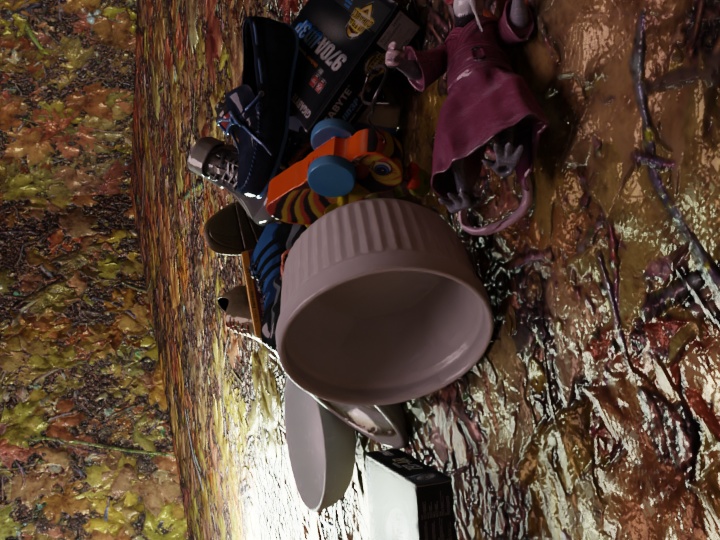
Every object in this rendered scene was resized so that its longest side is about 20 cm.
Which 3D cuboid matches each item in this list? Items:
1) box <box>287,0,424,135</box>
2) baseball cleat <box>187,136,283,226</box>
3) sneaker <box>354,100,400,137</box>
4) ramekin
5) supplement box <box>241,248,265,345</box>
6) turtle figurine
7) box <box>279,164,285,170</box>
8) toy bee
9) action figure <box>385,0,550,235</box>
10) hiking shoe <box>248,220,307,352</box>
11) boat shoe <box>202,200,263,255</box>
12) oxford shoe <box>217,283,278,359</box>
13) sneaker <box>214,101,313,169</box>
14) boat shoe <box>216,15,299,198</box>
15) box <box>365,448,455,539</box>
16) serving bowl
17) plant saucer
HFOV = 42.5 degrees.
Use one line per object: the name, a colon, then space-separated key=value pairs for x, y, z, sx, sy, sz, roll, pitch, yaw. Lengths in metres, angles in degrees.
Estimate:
box: x=-0.027 y=-0.241 z=1.021 sx=0.160 sy=0.046 sz=0.200 roll=-52 pitch=34 yaw=13
baseball cleat: x=-0.146 y=-0.105 z=1.076 sx=0.071 sy=0.105 sz=0.200 roll=-69 pitch=23 yaw=7
sneaker: x=-0.020 y=-0.155 z=1.088 sx=0.200 sy=0.076 sz=0.113 roll=37 pitch=120 yaw=57
ramekin: x=0.017 y=0.026 z=0.863 sx=0.202 sy=0.197 sz=0.106 roll=106 pitch=160 yaw=-45
supplement box: x=-0.083 y=0.044 z=1.195 sx=0.200 sy=0.084 sz=0.112 roll=63 pitch=-165 yaw=-74
turtle figurine: x=-0.007 y=-0.052 z=0.975 sx=0.159 sy=0.064 sz=0.203 roll=0 pitch=69 yaw=30
box: x=-0.112 y=-0.172 z=1.303 sx=0.100 sy=0.074 sz=0.203 roll=-132 pitch=44 yaw=-60
toy bee: x=-0.001 y=-0.093 z=0.897 sx=0.199 sy=0.108 sz=0.133 roll=-17 pitch=51 yaw=56
action figure: x=0.105 y=-0.155 z=0.757 sx=0.149 sy=0.132 sz=0.203 roll=42 pitch=-142 yaw=-51
hiking shoe: x=-0.087 y=0.012 z=1.046 sx=0.075 sy=0.086 sz=0.202 roll=49 pitch=-143 yaw=-37
boat shoe: x=-0.104 y=-0.066 z=1.182 sx=0.066 sy=0.198 sz=0.073 roll=144 pitch=104 yaw=-77
oxford shoe: x=-0.160 y=0.083 z=1.378 sx=0.200 sy=0.074 sz=0.071 roll=-137 pitch=35 yaw=-59
sneaker: x=-0.088 y=-0.165 z=1.138 sx=0.071 sy=0.199 sz=0.099 roll=-40 pitch=62 yaw=32
boat shoe: x=-0.118 y=-0.176 z=0.998 sx=0.084 sy=0.068 sz=0.203 roll=-26 pitch=54 yaw=52
box: x=0.057 y=0.315 z=1.033 sx=0.160 sy=0.043 sz=0.203 roll=-173 pitch=79 yaw=-71
serving bowl: x=-0.050 y=0.226 z=1.282 sx=0.200 sy=0.065 sz=0.203 roll=175 pitch=90 yaw=-70
plant saucer: x=-0.015 y=0.127 z=1.085 sx=0.199 sy=0.050 sz=0.201 roll=35 pitch=160 yaw=14
